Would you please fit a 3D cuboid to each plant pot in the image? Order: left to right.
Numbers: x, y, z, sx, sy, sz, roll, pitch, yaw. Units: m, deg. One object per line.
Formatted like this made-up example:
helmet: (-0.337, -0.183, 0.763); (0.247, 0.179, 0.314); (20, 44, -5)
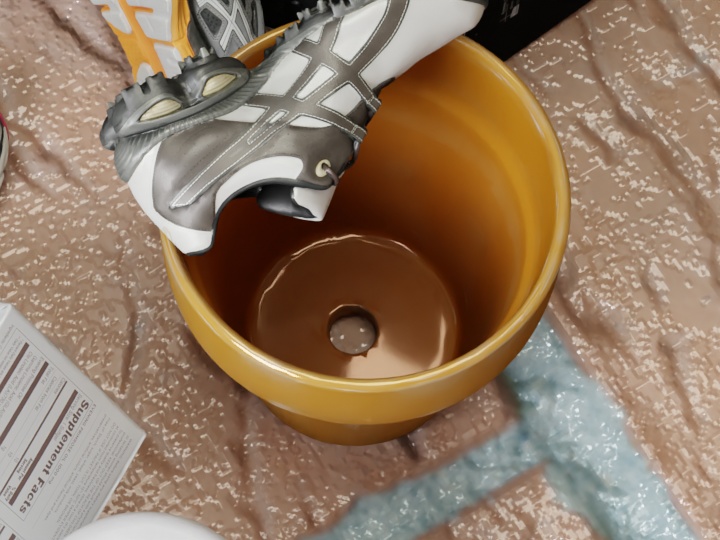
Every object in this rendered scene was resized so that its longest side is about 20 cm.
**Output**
plant pot: (0.000, 0.000, 1.306); (0.198, 0.184, 0.202); (1, 66, -1)

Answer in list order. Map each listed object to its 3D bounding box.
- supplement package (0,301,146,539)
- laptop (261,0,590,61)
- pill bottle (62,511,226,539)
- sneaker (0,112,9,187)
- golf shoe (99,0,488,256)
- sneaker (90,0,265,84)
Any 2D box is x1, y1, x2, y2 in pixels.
supplement package: (-0.233, 0.099, 1.238); (0.199, 0.111, 0.156); (7, 58, 45)
laptop: (0.048, -0.194, 1.390); (0.199, 0.188, 0.116); (-35, 73, -16)
pill bottle: (-0.099, 0.200, 1.205); (0.119, 0.200, 0.121); (1, 66, -2)
sneaker: (-0.270, -0.029, 1.366); (0.200, 0.075, 0.081); (-41, 74, -18)
golf shoe: (-0.020, -0.074, 1.207); (0.199, 0.078, 0.095); (-25, 87, -10)
sneaker: (-0.096, -0.153, 1.383); (0.078, 0.201, 0.077); (19, 49, 40)
